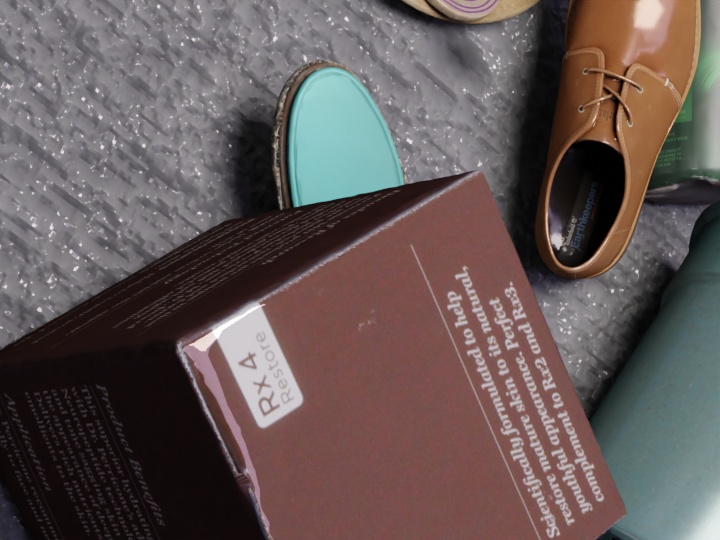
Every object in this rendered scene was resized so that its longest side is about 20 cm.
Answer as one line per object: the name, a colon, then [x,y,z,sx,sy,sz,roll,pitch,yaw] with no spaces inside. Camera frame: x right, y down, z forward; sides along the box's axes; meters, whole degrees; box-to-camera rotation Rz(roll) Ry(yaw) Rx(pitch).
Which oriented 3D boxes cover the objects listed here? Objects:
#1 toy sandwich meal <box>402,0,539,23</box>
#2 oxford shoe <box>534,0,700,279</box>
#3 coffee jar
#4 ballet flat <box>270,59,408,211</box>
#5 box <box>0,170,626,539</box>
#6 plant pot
toy sandwich meal: [0.061,-0.228,1.048,0.205,0.070,0.205,5,81,-35]
oxford shoe: [0.132,-0.090,1.042,0.071,0.071,0.200,11,96,9]
coffee jar: [0.191,-0.139,1.122,0.104,0.085,0.200,1,84,-36]
ballet flat: [0.000,0.000,0.976,0.068,0.075,0.200,-25,95,-21]
box: [-0.033,0.074,0.865,0.164,0.200,0.166,-31,103,-35]
plant pot: [0.202,0.099,1.046,0.200,0.200,0.196,49,67,-21]
